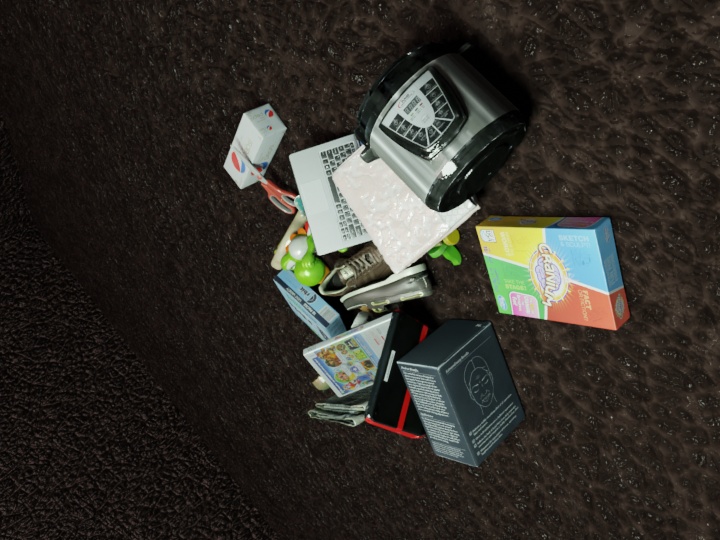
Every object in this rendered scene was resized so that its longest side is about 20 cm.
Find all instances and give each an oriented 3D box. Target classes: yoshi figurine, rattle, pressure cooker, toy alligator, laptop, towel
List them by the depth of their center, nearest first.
[{"bbox_3d":[0.096,-0.199,0.880,0.200,0.176,0.179,49,149,14],"label":"pressure cooker"},{"bbox_3d":[0.065,-0.123,1.020,0.191,0.032,0.200,-40,77,35],"label":"towel"},{"bbox_3d":[0.105,-0.090,1.071,0.059,0.054,0.200,-13,107,56],"label":"toy alligator"},{"bbox_3d":[-0.014,-0.139,1.096,0.116,0.200,0.188,-26,-80,-82],"label":"laptop"},{"bbox_3d":[-0.070,-0.042,1.247,0.112,0.112,0.200,29,128,-29],"label":"yoshi figurine"},{"bbox_3d":[-0.094,-0.071,1.343,0.143,0.130,0.200,38,118,9],"label":"rattle"},{"bbox_3d":[0.008,0.258,1.364,0.192,0.200,0.035,-9,104,56],"label":"towel"}]

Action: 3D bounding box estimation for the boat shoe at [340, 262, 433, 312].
[{"bbox_3d":[0.045,0.046,1.210,0.201,0.072,0.061,-24,88,39],"label":"boat shoe"}]

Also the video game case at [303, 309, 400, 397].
[{"bbox_3d":[0.014,0.160,1.230,0.143,0.200,0.018,56,-163,-36],"label":"video game case"}]

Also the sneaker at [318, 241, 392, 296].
[{"bbox_3d":[0.000,0.000,1.230,0.200,0.075,0.071,-38,82,40],"label":"sneaker"}]

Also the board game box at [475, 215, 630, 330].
[{"bbox_3d":[0.271,-0.002,0.939,0.200,0.040,0.153,6,122,51],"label":"board game box"}]

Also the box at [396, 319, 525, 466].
[{"bbox_3d":[0.178,0.209,1.143,0.107,0.148,0.200,0,117,53],"label":"box"}]

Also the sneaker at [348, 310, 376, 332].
[{"bbox_3d":[0.052,0.150,1.287,0.129,0.080,0.199,25,163,19],"label":"sneaker"}]

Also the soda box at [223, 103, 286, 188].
[{"bbox_3d":[-0.222,-0.253,1.358,0.068,0.064,0.200,53,148,6],"label":"soda box"}]

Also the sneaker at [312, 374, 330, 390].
[{"bbox_3d":[-0.016,0.208,1.371,0.090,0.200,0.067,47,124,1],"label":"sneaker"}]

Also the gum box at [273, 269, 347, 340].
[{"bbox_3d":[-0.099,0.097,1.449,0.170,0.045,0.200,40,166,25],"label":"gum box"}]

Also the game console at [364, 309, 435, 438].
[{"bbox_3d":[0.086,0.188,1.167,0.031,0.200,0.177,0,158,44],"label":"game console"}]

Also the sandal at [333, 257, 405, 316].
[{"bbox_3d":[0.009,0.046,1.315,0.200,0.055,0.082,41,144,24],"label":"sandal"}]

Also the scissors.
[{"bbox_3d":[-0.205,-0.184,1.361,0.200,0.014,0.073,37,150,-24],"label":"scissors"}]
